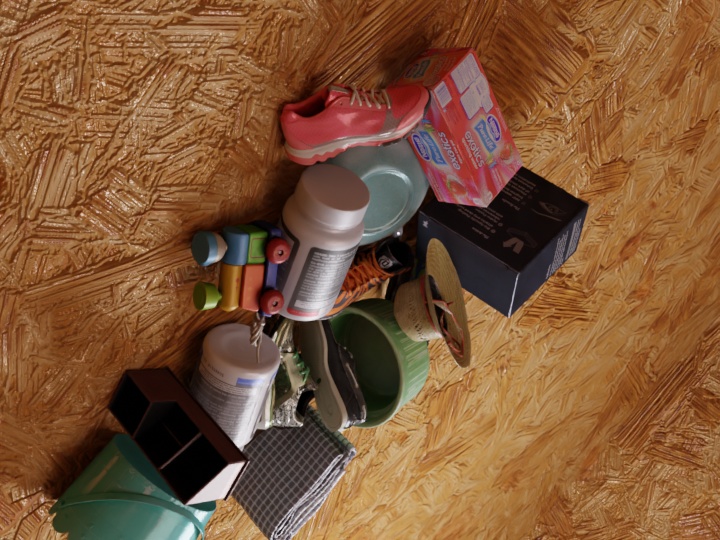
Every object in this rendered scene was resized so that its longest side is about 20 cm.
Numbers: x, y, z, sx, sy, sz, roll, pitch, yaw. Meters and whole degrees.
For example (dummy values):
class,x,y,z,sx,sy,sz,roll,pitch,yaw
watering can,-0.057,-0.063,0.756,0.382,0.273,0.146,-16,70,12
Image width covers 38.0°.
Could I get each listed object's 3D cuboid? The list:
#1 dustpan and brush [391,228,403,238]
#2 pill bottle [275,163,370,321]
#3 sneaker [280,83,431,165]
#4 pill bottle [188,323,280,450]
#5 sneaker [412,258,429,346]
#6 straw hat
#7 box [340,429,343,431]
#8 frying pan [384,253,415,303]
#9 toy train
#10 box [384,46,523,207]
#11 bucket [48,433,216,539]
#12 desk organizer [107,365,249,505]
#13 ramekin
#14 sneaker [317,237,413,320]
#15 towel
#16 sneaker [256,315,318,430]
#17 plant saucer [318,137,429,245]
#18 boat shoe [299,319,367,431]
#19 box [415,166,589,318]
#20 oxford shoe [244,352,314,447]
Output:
class,x,y,z,sx,sy,sz,roll,pitch,yaw
dustpan and brush,0.049,-0.102,1.579,0.139,0.057,0.200,-28,136,-9
pill bottle,-0.061,-0.038,1.418,0.114,0.114,0.200,-20,146,-41
sneaker,-0.007,-0.200,1.320,0.200,0.074,0.087,-20,135,0
pill bottle,-0.195,0.186,1.514,0.114,0.114,0.200,-14,134,-46
sneaker,0.118,0.052,1.725,0.071,0.083,0.200,-34,-149,45
straw hat,0.097,0.059,1.582,0.085,0.202,0.201,-15,157,20
box,0.015,0.215,1.895,0.200,0.048,0.118,-18,138,-39
frying pan,0.056,0.036,1.747,0.190,0.031,0.115,126,-19,-70
toy train,-0.169,0.037,1.376,0.115,0.085,0.201,-4,110,-37
box,0.132,-0.198,1.447,0.103,0.095,0.200,-48,126,-25
bucket,-0.309,0.333,1.454,0.135,0.207,0.207,-54,150,0
desk organizer,-0.246,0.218,1.396,0.077,0.200,0.072,5,121,-53
ramekin,0.013,0.140,1.663,0.098,0.200,0.200,-22,141,-50
sneaker,0.000,0.000,1.560,0.200,0.078,0.112,-36,-174,-40
towel,-0.123,0.319,1.713,0.200,0.166,0.086,-52,144,3
sneaker,-0.105,0.151,1.580,0.077,0.088,0.201,-92,-167,-71
plant saucer,0.019,-0.106,1.483,0.200,0.039,0.201,-17,133,-19
boat shoe,-0.043,0.145,1.606,0.067,0.201,0.072,-7,163,-36
box,0.225,-0.064,1.686,0.200,0.196,0.118,-40,151,-30
oxford shoe,-0.138,0.225,1.653,0.200,0.085,0.073,-46,149,19
